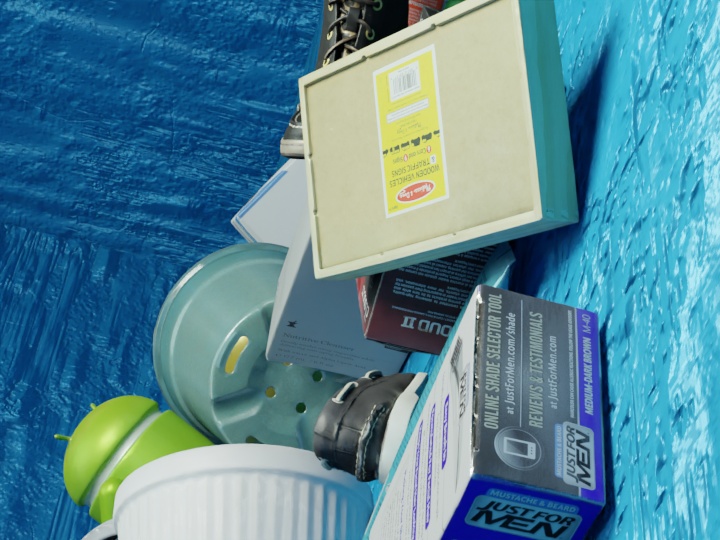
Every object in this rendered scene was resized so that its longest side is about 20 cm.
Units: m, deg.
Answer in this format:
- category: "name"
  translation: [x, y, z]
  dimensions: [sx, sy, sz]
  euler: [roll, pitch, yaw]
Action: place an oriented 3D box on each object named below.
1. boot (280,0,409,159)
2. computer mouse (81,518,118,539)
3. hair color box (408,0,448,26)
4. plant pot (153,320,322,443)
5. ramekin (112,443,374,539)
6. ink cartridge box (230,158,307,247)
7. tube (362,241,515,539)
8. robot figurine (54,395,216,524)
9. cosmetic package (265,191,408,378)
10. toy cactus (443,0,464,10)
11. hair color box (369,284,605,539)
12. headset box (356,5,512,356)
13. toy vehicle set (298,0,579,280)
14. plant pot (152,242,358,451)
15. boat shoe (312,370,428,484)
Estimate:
- category: "boot"
  translation: [-0.006, -0.162, 1.024]
  dimensions: [0.200, 0.072, 0.152]
  euler: [-42, -45, -64]
- category: "computer mouse"
  translation: [-0.159, 0.252, 1.228]
  dimensions: [0.109, 0.200, 0.044]
  euler: [-35, 39, 12]
- category: "hair color box"
  translation: [0.042, -0.179, 1.176]
  dimensions: [0.111, 0.063, 0.202]
  euler: [-38, -36, -67]
- category: "plant pot"
  translation: [-0.107, 0.083, 1.625]
  dimensions: [0.142, 0.200, 0.201]
  euler: [-39, 25, 25]
- category: "ramekin"
  translation: [-0.086, 0.219, 1.092]
  dimensions: [0.201, 0.198, 0.106]
  euler: [113, 159, -53]
- category: "ink cartridge box"
  translation: [-0.071, -0.079, 1.698]
  dimensions: [0.145, 0.084, 0.200]
  euler: [-45, 5, -5]
- category: "tube"
  translation: [0.051, 0.080, 0.842]
  dimensions: [0.077, 0.050, 0.202]
  euler: [-107, 34, -78]
- category: "robot figurine"
  translation: [-0.177, 0.192, 1.306]
  dimensions: [0.116, 0.199, 0.175]
  euler: [-55, -4, 19]
- category: "cosmetic package"
  translation: [0.000, 0.000, 1.122]
  dimensions: [0.201, 0.112, 0.082]
  euler: [110, 170, -58]
- category: "toy cactus"
  translation: [0.080, -0.220, 1.028]
  dimensions: [0.165, 0.101, 0.202]
  euler: [-68, -15, -65]
- category: "hair color box"
  translation: [0.052, 0.117, 0.690]
  dimensions: [0.110, 0.064, 0.201]
  euler: [-83, 8, -45]
- category: "headset box"
  translation: [0.052, -0.049, 0.930]
  dimensions: [0.149, 0.076, 0.202]
  euler: [-97, 20, -70]
- category: "toy vehicle set"
  translation: [0.036, -0.071, 0.817]
  dimensions: [0.199, 0.026, 0.126]
  euler: [-14, 78, 52]
- category: "plant pot"
  translation: [-0.077, 0.085, 1.316]
  dimensions: [0.196, 0.198, 0.202]
  euler: [-153, 77, -75]
- category: "boat shoe"
  translation: [0.008, 0.102, 0.970]
  dimensions: [0.200, 0.060, 0.075]
  euler: [-29, -48, -83]
